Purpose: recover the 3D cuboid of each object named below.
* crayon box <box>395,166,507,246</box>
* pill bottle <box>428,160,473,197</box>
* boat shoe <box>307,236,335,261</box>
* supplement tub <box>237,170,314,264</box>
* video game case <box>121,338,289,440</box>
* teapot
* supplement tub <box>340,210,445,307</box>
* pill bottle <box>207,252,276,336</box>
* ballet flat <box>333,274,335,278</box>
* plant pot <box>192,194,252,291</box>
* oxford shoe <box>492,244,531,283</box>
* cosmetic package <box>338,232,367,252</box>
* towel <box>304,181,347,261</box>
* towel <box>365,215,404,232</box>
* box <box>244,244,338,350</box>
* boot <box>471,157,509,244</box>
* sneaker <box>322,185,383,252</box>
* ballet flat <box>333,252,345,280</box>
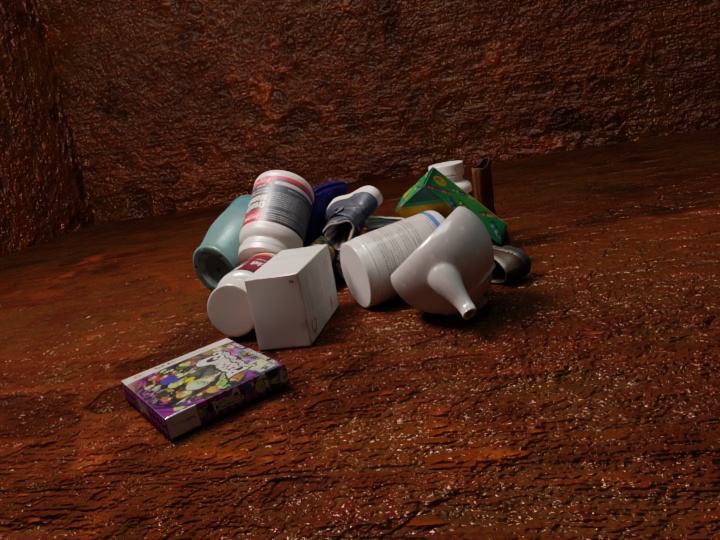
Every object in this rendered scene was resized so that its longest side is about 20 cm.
[{"bbox_3d":[0.184,-0.107,1.252,0.119,0.198,0.059,-38,19,57],"label":"crayon box"},{"bbox_3d":[0.211,-0.147,1.433,0.109,0.204,0.111,-9,14,2],"label":"pill bottle"},{"bbox_3d":[-0.090,-0.042,1.382,0.073,0.067,0.200,32,-9,-7],"label":"boat shoe"},{"bbox_3d":[-0.183,-0.101,1.334,0.138,0.141,0.203,-4,57,23],"label":"supplement tub"},{"bbox_3d":[-0.227,0.161,0.885,0.179,0.037,0.198,-21,18,-33],"label":"video game case"},{"bbox_3d":[0.155,0.003,1.022,0.200,0.146,0.198,-44,-2,-28],"label":"teapot"},{"bbox_3d":[0.074,-0.024,1.168,0.197,0.134,0.131,-20,17,-21],"label":"supplement tub"},{"bbox_3d":[-0.206,0.044,1.165,0.112,0.117,0.200,-7,14,13],"label":"pill bottle"},{"bbox_3d":[-0.131,0.012,1.347,0.067,0.069,0.199,-30,20,-27],"label":"ballet flat"},{"bbox_3d":[-0.284,-0.043,1.443,0.197,0.203,0.188,-1,31,31],"label":"plant pot"},{"bbox_3d":[0.222,-0.017,1.187,0.084,0.074,0.198,-23,18,-35],"label":"oxford shoe"},{"bbox_3d":[0.055,-0.054,1.414,0.196,0.052,0.082,-3,-22,26],"label":"cosmetic package"},{"bbox_3d":[-0.093,-0.111,1.506,0.049,0.204,0.147,21,28,32],"label":"towel"},{"bbox_3d":[0.084,-0.086,1.469,0.146,0.031,0.200,4,-12,3],"label":"towel"},{"bbox_3d":[-0.115,0.042,1.088,0.095,0.127,0.200,-7,14,13],"label":"box"},{"bbox_3d":[0.287,-0.153,1.399,0.067,0.204,0.188,-2,16,30],"label":"boot"},{"bbox_3d":[-0.049,-0.100,1.365,0.201,0.077,0.147,-26,25,55],"label":"sneaker"},{"bbox_3d":[0.000,0.000,1.323,0.071,0.074,0.199,-18,16,-28],"label":"ballet flat"}]
